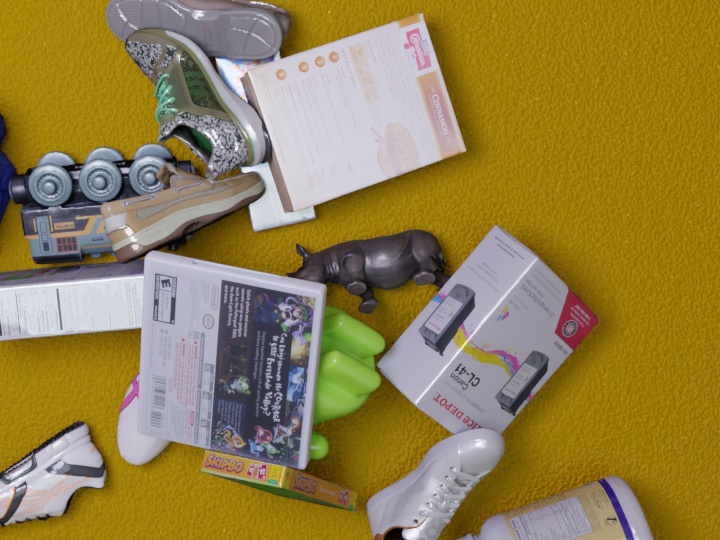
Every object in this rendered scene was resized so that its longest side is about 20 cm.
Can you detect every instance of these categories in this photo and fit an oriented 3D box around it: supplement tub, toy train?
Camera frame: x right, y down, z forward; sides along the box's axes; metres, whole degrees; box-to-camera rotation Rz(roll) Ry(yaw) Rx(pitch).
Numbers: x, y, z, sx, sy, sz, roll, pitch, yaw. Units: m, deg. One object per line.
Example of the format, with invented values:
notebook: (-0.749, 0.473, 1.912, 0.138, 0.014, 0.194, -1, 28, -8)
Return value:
supplement tub: (0.215, 0.321, 1.448, 0.198, 0.145, 0.147, -19, 96, -1)
toy train: (-0.272, -0.070, 1.424, 0.198, 0.085, 0.115, -5, 108, -6)

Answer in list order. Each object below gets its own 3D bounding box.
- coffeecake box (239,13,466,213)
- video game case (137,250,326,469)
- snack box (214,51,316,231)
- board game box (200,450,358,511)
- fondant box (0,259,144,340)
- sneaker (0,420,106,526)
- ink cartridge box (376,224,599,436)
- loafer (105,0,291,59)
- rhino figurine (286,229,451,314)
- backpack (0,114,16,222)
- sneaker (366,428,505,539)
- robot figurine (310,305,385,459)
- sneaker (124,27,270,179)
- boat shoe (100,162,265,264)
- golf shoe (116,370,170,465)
coffeecake box: (-0.008, -0.166, 1.416, 0.198, 0.073, 0.155, -20, 96, -11)
video game case: (-0.130, 0.090, 1.315, 0.180, 0.023, 0.202, 11, 114, 9)
snack box: (-0.104, -0.148, 1.451, 0.071, 0.024, 0.202, -12, 95, -1)
board game box: (-0.078, 0.224, 1.395, 0.095, 0.200, 0.030, 7, 74, 25)
fondant box: (-0.301, 0.029, 1.395, 0.198, 0.144, 0.059, -4, 97, -3)
sneaker: (-0.366, 0.249, 1.447, 0.199, 0.074, 0.080, -32, 98, 0)
ink cartridge box: (0.138, 0.077, 1.423, 0.200, 0.086, 0.147, -51, 132, 1)
loafer: (-0.170, -0.265, 1.422, 0.198, 0.063, 0.072, 9, 121, 13)
rhino figurine: (0.000, 0.000, 1.444, 0.198, 0.088, 0.060, -6, 135, -1)
backpack: (-0.446, -0.106, 1.348, 0.161, 0.200, 0.169, 14, 94, -3)
sneaker: (0.087, 0.248, 1.426, 0.072, 0.085, 0.200, 24, 129, -31)
robot figurine: (-0.065, 0.107, 1.399, 0.115, 0.199, 0.177, 29, 54, -35)
sneaker: (-0.184, -0.171, 1.373, 0.200, 0.077, 0.088, 44, 54, 13)
boat shoe: (-0.180, -0.077, 1.363, 0.071, 0.199, 0.077, -24, 93, 43)
golf shoe: (-0.207, 0.123, 1.435, 0.072, 0.092, 0.201, 29, 94, -6)
